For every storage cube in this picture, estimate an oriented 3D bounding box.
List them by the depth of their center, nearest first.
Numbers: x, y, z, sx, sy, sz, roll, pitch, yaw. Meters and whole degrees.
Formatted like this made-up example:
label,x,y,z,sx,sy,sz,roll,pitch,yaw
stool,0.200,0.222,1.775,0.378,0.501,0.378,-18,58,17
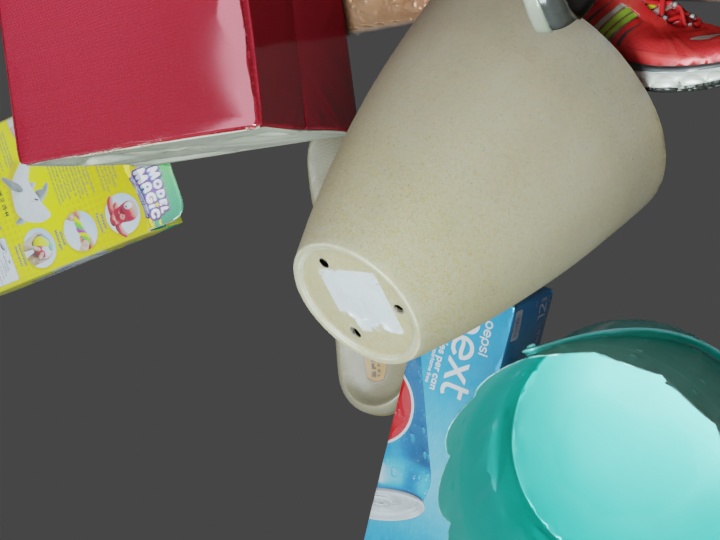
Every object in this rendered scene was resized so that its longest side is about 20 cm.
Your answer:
label,x,y,z,sx,sy,sz,roll,pitch,yaw
storage cube,-0.121,-0.166,1.627,0.199,0.171,0.181,-8,89,21

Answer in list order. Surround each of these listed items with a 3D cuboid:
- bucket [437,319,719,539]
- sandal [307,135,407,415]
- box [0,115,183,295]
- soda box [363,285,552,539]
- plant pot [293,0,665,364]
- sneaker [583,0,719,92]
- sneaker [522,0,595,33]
label,x,y,z,sx,sy,sz,roll,pitch,yaw
bucket,0.159,0.131,1.563,0.206,0.135,0.208,5,106,19
sandal,0.000,0.000,1.680,0.080,0.054,0.201,-3,94,29
box,-0.212,-0.062,1.792,0.199,0.048,0.118,-20,89,32
soda box,0.064,0.099,1.663,0.068,0.064,0.201,21,109,23
plant pot,0.054,-0.043,1.520,0.187,0.200,0.188,29,145,22
sneaker,0.169,-0.154,1.548,0.199,0.077,0.085,7,99,27
sneaker,0.160,-0.219,1.477,0.106,0.200,0.075,0,137,26
